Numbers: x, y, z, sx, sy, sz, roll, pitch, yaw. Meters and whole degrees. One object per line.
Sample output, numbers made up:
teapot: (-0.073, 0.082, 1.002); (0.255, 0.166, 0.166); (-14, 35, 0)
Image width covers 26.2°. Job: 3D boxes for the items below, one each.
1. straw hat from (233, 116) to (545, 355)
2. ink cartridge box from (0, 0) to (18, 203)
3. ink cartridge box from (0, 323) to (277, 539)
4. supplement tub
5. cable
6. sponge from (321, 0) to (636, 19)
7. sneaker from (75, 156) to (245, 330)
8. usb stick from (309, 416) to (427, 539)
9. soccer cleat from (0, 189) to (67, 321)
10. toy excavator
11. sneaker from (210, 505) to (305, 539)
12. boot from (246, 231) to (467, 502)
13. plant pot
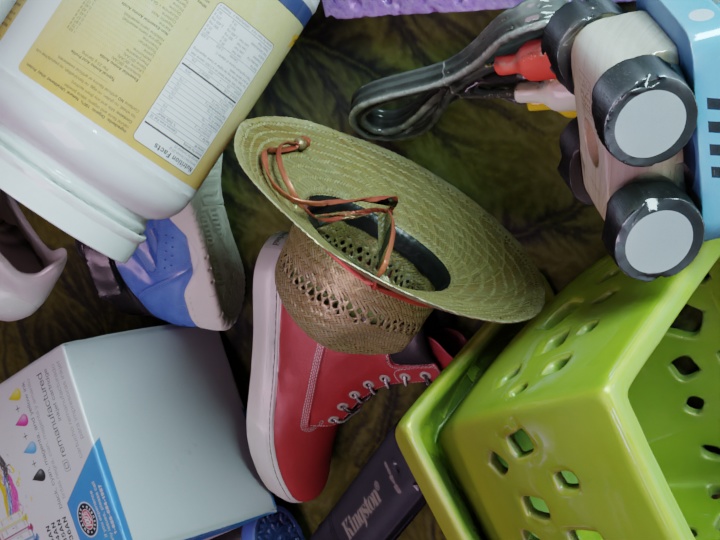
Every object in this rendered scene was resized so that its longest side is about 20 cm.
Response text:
straw hat: (0.000, 0.000, 0.888); (0.200, 0.201, 0.086); (34, 113, 8)
ink cartridge box: (-0.227, -0.146, 0.974); (0.083, 0.145, 0.201); (26, 129, 13)
ink cartridge box: (-0.192, 0.144, 1.102); (0.199, 0.144, 0.149); (-29, 77, 39)
supplement tub: (-0.129, -0.121, 0.880); (0.144, 0.144, 0.201); (34, 90, 8)
cable: (0.066, -0.102, 0.871); (0.198, 0.051, 0.097); (-13, 156, 31)
sponge: (0.059, -0.199, 0.849); (0.198, 0.030, 0.113); (3, 118, 31)
sneaker: (-0.146, -0.052, 1.027); (0.110, 0.077, 0.202); (4, 127, 18)
usb stick: (0.010, 0.164, 1.065); (0.200, 0.032, 0.056); (-58, 45, 51)
soccer cleat: (-0.259, -0.052, 0.919); (0.200, 0.070, 0.077); (43, 125, -14)
toy excavator: (0.196, -0.114, 0.756); (0.198, 0.100, 0.196); (-15, 123, -5)
sneaker: (-0.063, 0.264, 1.181); (0.077, 0.070, 0.202); (-4, 112, 41)
boot: (0.001, 0.082, 1.028); (0.143, 0.072, 0.202); (14, 121, 21)
plant pot: (0.147, 0.104, 0.876); (0.180, 0.200, 0.200); (-14, 111, 42)
